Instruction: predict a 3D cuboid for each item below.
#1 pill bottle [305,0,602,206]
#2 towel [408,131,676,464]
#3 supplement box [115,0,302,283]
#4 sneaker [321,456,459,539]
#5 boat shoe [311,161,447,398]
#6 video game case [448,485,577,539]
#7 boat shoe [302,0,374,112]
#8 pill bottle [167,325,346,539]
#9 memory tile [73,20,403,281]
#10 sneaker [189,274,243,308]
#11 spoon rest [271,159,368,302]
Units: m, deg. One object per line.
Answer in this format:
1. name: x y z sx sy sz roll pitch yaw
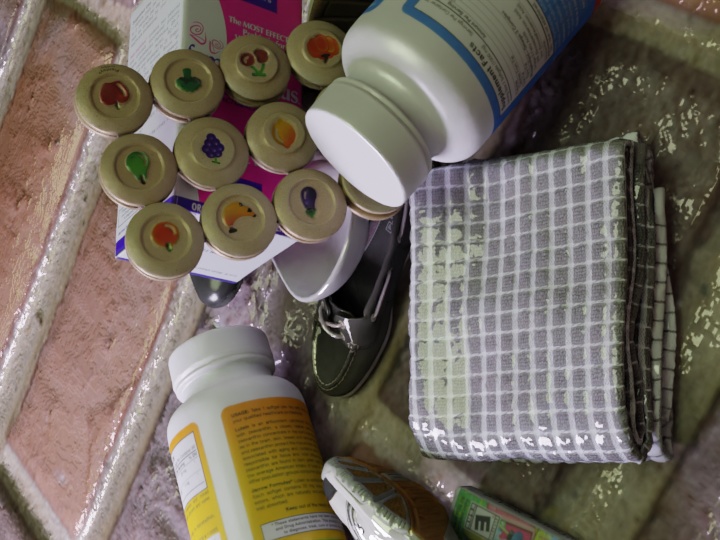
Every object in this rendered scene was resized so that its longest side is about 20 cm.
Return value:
1. pill bottle: 0.057 -0.141 0.709 0.112 0.113 0.200 29 71 41
2. towel: 0.109 0.019 0.707 0.164 0.085 0.204 -9 77 41
3. supplement box: -0.108 -0.109 0.812 0.103 0.100 0.203 -29 56 50
4. sneaker: 0.031 0.199 0.725 0.199 0.075 0.089 36 108 41
5. boat shoe: 0.000 0.000 0.830 0.067 0.057 0.202 35 107 40
6. video game case: 0.105 0.265 0.712 0.181 0.022 0.203 20 96 43
7. boat shoe: -0.006 -0.196 0.824 0.200 0.071 0.077 132 152 -58
8. pill bottle: -0.083 0.150 0.847 0.111 0.110 0.203 -36 60 32
9. memory tile: -0.074 -0.083 0.733 0.155 0.197 0.017 68 159 14
10. sneaker: -0.153 -0.066 0.966 0.073 0.088 0.203 -25 68 35
11. spoon rest: -0.047 -0.042 0.832 0.200 0.060 0.101 41 114 64
